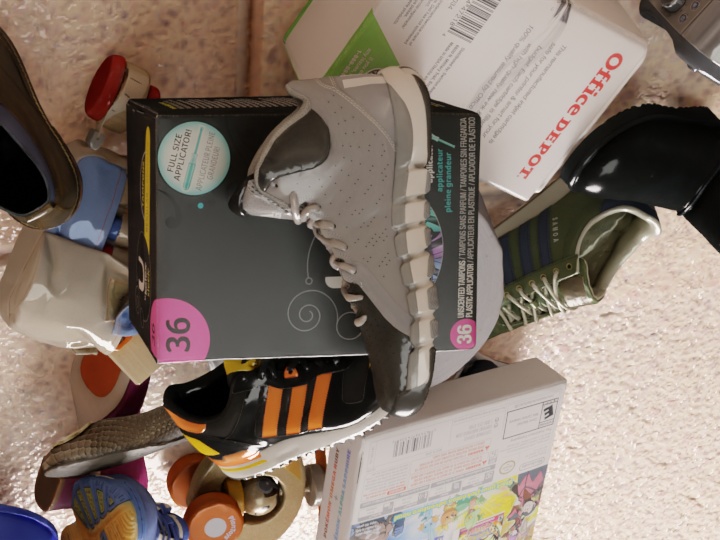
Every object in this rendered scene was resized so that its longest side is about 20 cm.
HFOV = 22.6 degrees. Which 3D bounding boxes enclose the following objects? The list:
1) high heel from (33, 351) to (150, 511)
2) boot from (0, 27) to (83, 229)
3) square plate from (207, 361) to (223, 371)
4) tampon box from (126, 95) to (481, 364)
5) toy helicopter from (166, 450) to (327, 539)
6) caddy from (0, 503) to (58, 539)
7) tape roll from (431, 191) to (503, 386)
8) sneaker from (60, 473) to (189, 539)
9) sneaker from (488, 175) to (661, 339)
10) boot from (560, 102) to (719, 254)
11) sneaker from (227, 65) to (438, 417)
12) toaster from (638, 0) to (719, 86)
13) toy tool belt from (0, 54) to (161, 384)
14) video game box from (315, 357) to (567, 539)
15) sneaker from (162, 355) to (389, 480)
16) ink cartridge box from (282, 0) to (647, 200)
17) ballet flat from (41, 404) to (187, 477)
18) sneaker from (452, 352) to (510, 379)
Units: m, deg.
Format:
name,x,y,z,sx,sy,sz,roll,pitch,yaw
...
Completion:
name,x,y,z,sx,sy,sz,roll,pitch,yaw
high heel,-0.176,0.105,1.378,0.096,0.068,0.200,0,132,-42
boot,-0.238,-0.109,1.090,0.075,0.097,0.200,-38,98,-1
square plate,-0.038,-0.008,1.341,0.199,0.028,0.199,-22,129,-5
tampon box,-0.039,-0.030,1.120,0.199,0.126,0.151,-3,100,-15
toy helicopter,-0.057,0.142,1.439,0.132,0.079,0.200,23,105,-27
caddy,-0.330,0.223,1.381,0.199,0.105,0.141,12,147,-29
tape roll,0.000,0.000,1.283,0.199,0.066,0.201,-4,124,-6
sneaker,-0.170,0.192,1.359,0.088,0.076,0.200,-13,164,-22
sneaker,0.141,0.001,1.358,0.200,0.090,0.067,-42,135,-2
boot,0.254,-0.042,1.303,0.198,0.163,0.073,-11,145,-48
sneaker,-0.018,-0.015,1.031,0.115,0.075,0.201,-1,88,-10
toaster,0.307,-0.183,1.280,0.200,0.114,0.129,24,114,-33
toy tool belt,-0.155,-0.031,1.219,0.123,0.125,0.201,23,93,-23
video game box,0.059,0.171,1.389,0.199,0.047,0.183,-12,122,-34
sneaker,-0.047,0.074,1.232,0.200,0.070,0.090,-30,127,28
ink cartridge box,0.072,-0.154,1.230,0.199,0.084,0.146,22,118,-33
ballet flat,-0.140,0.105,1.320,0.199,0.047,0.067,-18,173,-20
sneaker,0.063,0.132,1.450,0.200,0.070,0.109,-17,138,-42
